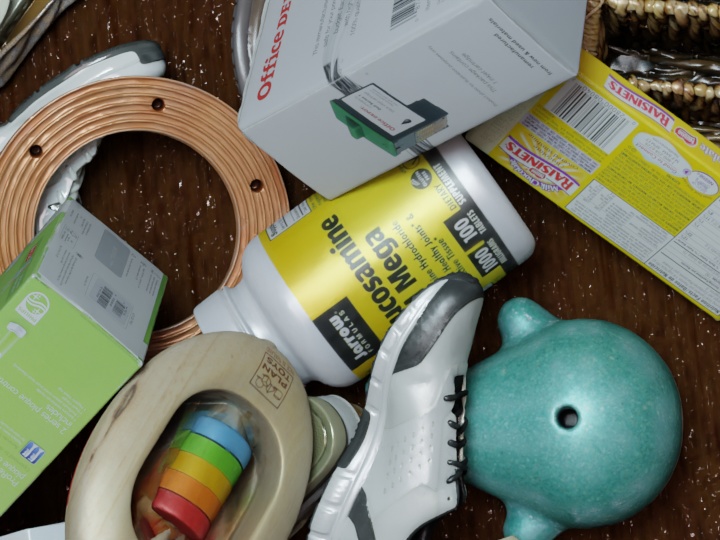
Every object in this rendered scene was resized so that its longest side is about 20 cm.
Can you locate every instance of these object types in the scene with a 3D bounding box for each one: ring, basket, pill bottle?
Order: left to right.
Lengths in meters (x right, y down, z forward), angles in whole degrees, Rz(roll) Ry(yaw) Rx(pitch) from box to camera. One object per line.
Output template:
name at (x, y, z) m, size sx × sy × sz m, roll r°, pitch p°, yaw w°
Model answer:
ring at (-0.144, -0.025, 1.348) m, size 0.200 × 0.019 × 0.201 m, roll -2°, pitch 100°, yaw -13°
pill bottle at (0.000, 0.000, 1.313) m, size 0.200 × 0.112 × 0.113 m, roll -36°, pitch 79°, yaw 3°
basket at (0.231, -0.125, 1.276) m, size 0.199 × 0.149 × 0.143 m, roll 8°, pitch 84°, yaw 9°

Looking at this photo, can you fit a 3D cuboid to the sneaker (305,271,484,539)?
sneaker at (0.040, 0.098, 1.254) m, size 0.080 × 0.074 × 0.201 m, roll 26°, pitch 106°, yaw 24°

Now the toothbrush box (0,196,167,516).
toothbrush box at (-0.216, 0.071, 1.268) m, size 0.086 × 0.146 × 0.200 m, roll 41°, pitch 105°, yaw -13°

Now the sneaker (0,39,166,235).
sneaker at (-0.189, -0.058, 1.380) m, size 0.200 × 0.076 × 0.116 m, roll -34°, pitch 88°, yaw 11°

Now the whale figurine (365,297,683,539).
whale figurine at (0.096, 0.094, 1.291) m, size 0.199 × 0.104 × 0.160 m, roll -1°, pitch 83°, yaw 12°

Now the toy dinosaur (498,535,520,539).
toy dinosaur at (0.013, 0.225, 1.310) m, size 0.088 × 0.047 × 0.200 m, roll 34°, pitch 99°, yaw 10°

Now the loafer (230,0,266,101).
loafer at (-0.039, -0.183, 1.362) m, size 0.071 × 0.073 × 0.201 m, roll 3°, pitch 83°, yaw 10°

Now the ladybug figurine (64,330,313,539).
ladybug figurine at (-0.103, 0.122, 1.223) m, size 0.136 × 0.072 × 0.200 m, roll 45°, pitch 59°, yaw -19°

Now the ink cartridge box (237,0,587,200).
ink cartridge box at (0.033, -0.149, 1.241) m, size 0.200 × 0.084 × 0.146 m, roll -25°, pitch 40°, yaw 39°

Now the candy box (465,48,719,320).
candy box at (0.170, -0.055, 1.277) m, size 0.200 × 0.102 × 0.026 m, roll 35°, pitch 52°, yaw -7°

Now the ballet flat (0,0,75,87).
ballet flat at (-0.212, -0.203, 1.395) m, size 0.068 × 0.067 × 0.200 m, roll 32°, pitch 88°, yaw 11°

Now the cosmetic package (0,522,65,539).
cosmetic package at (-0.218, 0.242, 1.287) m, size 0.200 × 0.052 × 0.151 m, roll -22°, pitch 77°, yaw 51°

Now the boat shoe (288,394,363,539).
boat shoe at (-0.070, 0.151, 1.324) m, size 0.200 × 0.068 × 0.075 m, roll -38°, pitch 69°, yaw 25°
